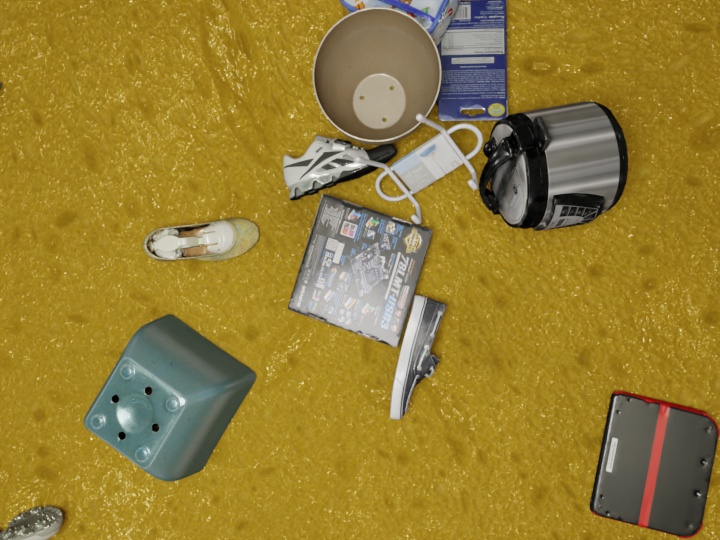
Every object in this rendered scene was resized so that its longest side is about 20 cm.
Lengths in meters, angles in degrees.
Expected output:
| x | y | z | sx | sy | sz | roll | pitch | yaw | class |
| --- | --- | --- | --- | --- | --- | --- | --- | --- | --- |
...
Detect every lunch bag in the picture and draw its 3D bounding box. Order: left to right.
| x | y | z | sx | sy | sz | roll | pitch | yaw | class |
| --- | --- | --- | --- | --- | --- | --- | --- | --- | --- |
| 0.070 | -0.458 | 0.997 | 0.197 | 0.075 | 0.163 | 30 | 93 | 18 | lunch bag |

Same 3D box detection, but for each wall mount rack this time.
| x | y | z | sx | sy | sz | roll | pitch | yaw | class |
| --- | --- | --- | --- | --- | --- | --- | --- | --- | --- |
| 0.090 | -0.166 | 0.945 | 0.198 | 0.076 | 0.173 | -29 | 127 | 27 | wall mount rack |

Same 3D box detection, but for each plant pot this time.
| x | y | z | sx | sy | sz | roll | pitch | yaw | class |
| --- | --- | --- | --- | --- | --- | --- | --- | --- | --- |
| -0.310 | 0.205 | 0.946 | 0.194 | 0.200 | 0.198 | 32 | 90 | 5 | plant pot |
| 0.029 | -0.292 | 0.978 | 0.194 | 0.134 | 0.206 | 0 | 87 | 5 | plant pot |

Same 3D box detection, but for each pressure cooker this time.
| x | y | z | sx | sy | sz | roll | pitch | yaw | class |
| --- | --- | --- | --- | --- | --- | --- | --- | --- | --- |
| 0.277 | -0.155 | 0.928 | 0.195 | 0.179 | 0.180 | -10 | 112 | -7 | pressure cooker |

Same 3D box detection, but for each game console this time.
| x | y | z | sx | sy | sz | roll | pitch | yaw | class |
| --- | --- | --- | --- | --- | --- | --- | --- | --- | --- |
| 0.472 | 0.312 | 0.977 | 0.172 | 0.031 | 0.205 | 12 | 88 | 9 | game console |

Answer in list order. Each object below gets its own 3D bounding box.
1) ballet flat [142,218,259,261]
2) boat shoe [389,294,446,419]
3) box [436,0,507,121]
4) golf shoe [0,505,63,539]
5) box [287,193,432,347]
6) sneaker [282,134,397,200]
| x | y | z | sx | sy | sz | roll | pitch | yaw | class |
| --- | --- | --- | --- | --- | --- | --- | --- | --- | --- |
| -0.271 | -0.049 | 1.021 | 0.194 | 0.071 | 0.073 | -6 | 87 | 3 | ballet flat |
| 0.096 | 0.146 | 0.989 | 0.066 | 0.072 | 0.205 | 14 | 81 | 6 | boat shoe |
| 0.186 | -0.348 | 1.020 | 0.118 | 0.032 | 0.206 | 0 | 85 | 4 | box |
| -0.577 | 0.469 | 1.025 | 0.196 | 0.078 | 0.099 | -22 | 103 | 8 | golf shoe |
| 0.000 | 0.000 | 1.010 | 0.194 | 0.050 | 0.205 | 17 | 88 | 4 | box |
| -0.039 | -0.190 | 1.008 | 0.195 | 0.074 | 0.091 | -18 | 88 | 2 | sneaker |
